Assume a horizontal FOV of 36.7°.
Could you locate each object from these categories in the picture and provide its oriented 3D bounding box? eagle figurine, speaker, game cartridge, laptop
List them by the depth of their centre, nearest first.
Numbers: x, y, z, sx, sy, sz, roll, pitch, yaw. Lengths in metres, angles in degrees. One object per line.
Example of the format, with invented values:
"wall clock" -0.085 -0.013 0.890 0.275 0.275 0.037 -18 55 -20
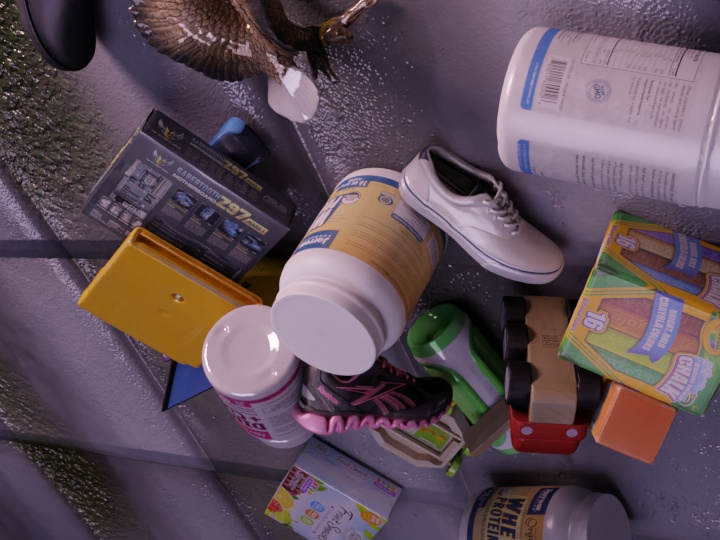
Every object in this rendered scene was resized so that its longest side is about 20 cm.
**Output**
"eagle figurine" -0.109 -0.245 1.034 0.151 0.199 0.152 49 118 41
"game cartridge" -0.234 0.040 1.318 0.176 0.033 0.200 32 145 -16
"speaker" 0.144 0.135 1.332 0.088 0.089 0.200 -18 121 44
"laptop" -0.158 0.153 1.516 0.199 0.104 0.177 22 142 -1

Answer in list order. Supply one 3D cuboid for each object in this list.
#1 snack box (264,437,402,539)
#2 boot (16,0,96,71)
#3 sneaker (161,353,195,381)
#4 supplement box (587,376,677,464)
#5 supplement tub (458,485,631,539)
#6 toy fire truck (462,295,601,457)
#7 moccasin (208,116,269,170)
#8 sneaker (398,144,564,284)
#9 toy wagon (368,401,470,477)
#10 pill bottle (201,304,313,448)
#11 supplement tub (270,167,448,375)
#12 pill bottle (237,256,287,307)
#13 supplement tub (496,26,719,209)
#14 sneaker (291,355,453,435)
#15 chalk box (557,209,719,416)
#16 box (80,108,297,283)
"snack box" -0.046 0.367 1.722 0.168 0.068 0.200 31 143 0
"boot" -0.284 -0.298 1.142 0.168 0.076 0.201 9 131 30
"sneaker" -0.253 0.077 1.512 0.074 0.088 0.200 17 143 44
"supplement box" 0.281 0.142 1.167 0.066 0.200 0.069 21 100 3
"supplement tub" 0.249 0.364 1.466 0.199 0.145 0.145 -11 126 40
"toy fire truck" 0.184 0.148 1.211 0.128 0.176 0.201 2 125 3
"moccasin" -0.176 -0.100 1.289 0.068 0.081 0.200 35 143 -13
"sneaker" 0.132 -0.058 1.139 0.200 0.073 0.071 31 145 -1
"toy wagon" 0.087 0.205 1.483 0.155 0.040 0.200 29 141 1
"pill bottle" -0.107 0.133 1.278 0.113 0.114 0.200 16 156 18
"supplement tub" 0.000 0.000 1.184 0.144 0.200 0.145 18 140 16
"pill bottle" -0.128 0.038 1.379 0.199 0.113 0.113 12 138 22
"supplement tub" 0.230 -0.134 0.946 0.199 0.132 0.132 15 139 19
"sneaker" 0.021 0.128 1.231 0.079 0.199 0.096 29 117 59
"chalk box" 0.318 0.049 1.075 0.199 0.124 0.125 22 127 12
"box" -0.196 -0.071 1.243 0.200 0.051 0.158 33 132 -18
